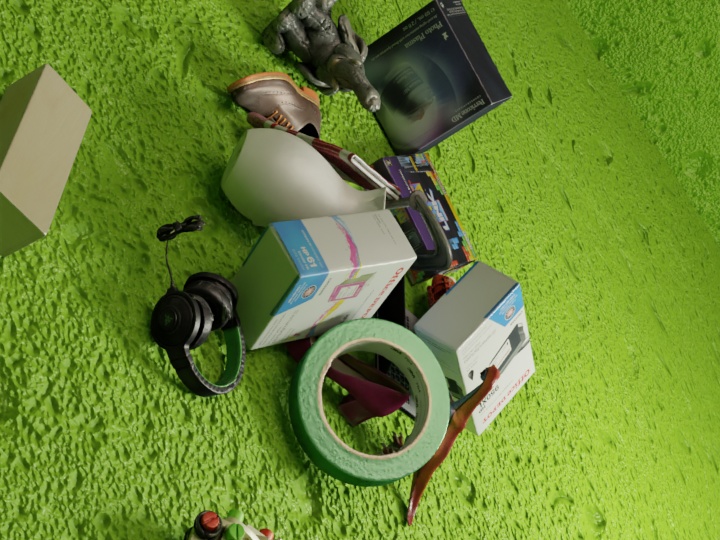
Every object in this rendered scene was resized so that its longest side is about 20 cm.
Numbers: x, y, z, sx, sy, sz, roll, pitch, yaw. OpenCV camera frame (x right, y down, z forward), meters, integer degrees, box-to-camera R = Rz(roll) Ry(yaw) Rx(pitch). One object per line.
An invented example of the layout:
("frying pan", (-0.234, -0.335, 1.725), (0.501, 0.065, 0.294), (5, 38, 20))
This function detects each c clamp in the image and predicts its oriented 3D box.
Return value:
("c clamp", (0.060, -0.073, 1.671), (0.027, 0.199, 0.173), (-27, 106, -22))

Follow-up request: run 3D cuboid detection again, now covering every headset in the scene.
("headset", (-0.176, 0.041, 1.323), (0.203, 0.093, 0.123), (68, 27, -11))

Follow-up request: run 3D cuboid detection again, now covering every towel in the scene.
("towel", (-0.049, -0.159, 1.617), (0.144, 0.198, 0.023), (33, 83, -54))

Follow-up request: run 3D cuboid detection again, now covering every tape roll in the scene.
("tape roll", (0.011, 0.162, 1.453), (0.197, 0.048, 0.204), (6, 71, -17))

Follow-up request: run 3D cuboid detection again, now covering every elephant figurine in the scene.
("elephant figurine", (-0.048, -0.329, 1.816), (0.200, 0.141, 0.156), (46, 46, -12))

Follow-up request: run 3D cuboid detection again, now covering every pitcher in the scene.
("pitcher", (-0.089, -0.082, 1.542), (0.198, 0.173, 0.122), (26, 29, -15))

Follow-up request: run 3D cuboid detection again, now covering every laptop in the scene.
("laptop", (0.080, 0.086, 1.669), (0.199, 0.115, 0.189), (39, 37, -34))

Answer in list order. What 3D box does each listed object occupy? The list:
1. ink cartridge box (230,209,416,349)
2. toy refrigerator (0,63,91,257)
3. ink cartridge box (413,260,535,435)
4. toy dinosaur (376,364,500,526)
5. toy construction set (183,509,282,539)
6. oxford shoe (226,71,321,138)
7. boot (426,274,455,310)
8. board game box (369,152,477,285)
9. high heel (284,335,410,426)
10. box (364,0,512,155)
("ink cartridge box", (-0.048, 0.008, 1.444), (0.198, 0.145, 0.085), (-11, 59, -43))
("toy refrigerator", (-0.348, -0.116, 1.216), (0.076, 0.069, 0.202), (48, 32, -35))
("ink cartridge box", (0.166, 0.113, 1.673), (0.145, 0.084, 0.201), (-44, 141, -23))
("toy dinosaur", (0.118, 0.206, 1.554), (0.105, 0.180, 0.203), (-3, 70, -62))
("toy construction set", (-0.125, 0.315, 1.170), (0.130, 0.093, 0.201), (26, 29, -9))
("oxford shoe", (-0.114, -0.231, 1.684), (0.199, 0.071, 0.074), (7, 63, -56))
("boot", (0.126, 0.055, 1.784), (0.200, 0.074, 0.109), (34, 33, -77))
("board game box", (0.097, -0.088, 1.907), (0.165, 0.056, 0.202), (-16, 78, -62))
("high heel", (-0.024, 0.108, 1.504), (0.201, 0.095, 0.067), (56, 30, -9))
("box", (0.118, -0.325, 1.998), (0.200, 0.199, 0.123), (60, 29, -1))
